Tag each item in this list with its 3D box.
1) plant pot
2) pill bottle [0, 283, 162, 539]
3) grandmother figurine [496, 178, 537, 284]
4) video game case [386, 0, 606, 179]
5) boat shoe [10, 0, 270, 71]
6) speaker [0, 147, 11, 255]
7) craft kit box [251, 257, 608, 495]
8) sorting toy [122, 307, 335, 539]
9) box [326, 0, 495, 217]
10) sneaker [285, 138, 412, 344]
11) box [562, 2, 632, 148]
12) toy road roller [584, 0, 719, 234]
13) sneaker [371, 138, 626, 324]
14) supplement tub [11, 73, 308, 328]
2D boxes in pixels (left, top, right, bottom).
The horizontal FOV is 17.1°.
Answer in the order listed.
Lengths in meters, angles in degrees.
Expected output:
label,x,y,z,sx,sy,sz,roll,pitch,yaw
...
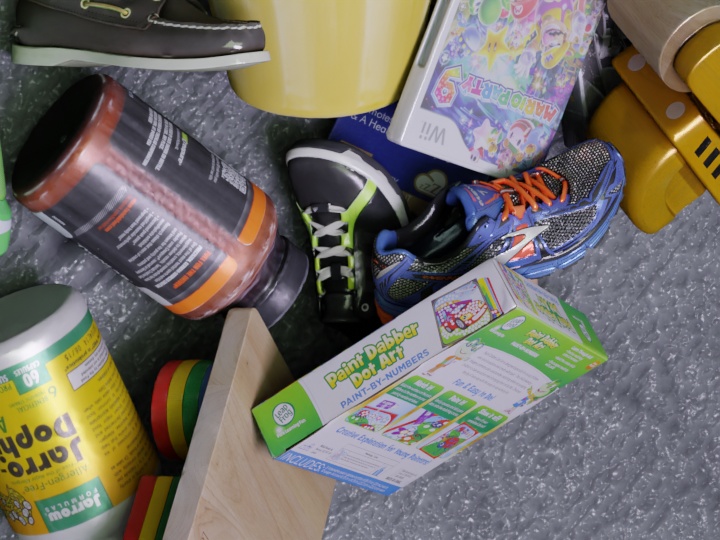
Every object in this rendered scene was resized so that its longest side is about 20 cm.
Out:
label,x,y,z,sx,sy,sz,roll,pitch,yaw
plant pot,-0.026,-0.213,1.598,0.200,0.201,0.189,-12,119,-18
pill bottle,-0.202,0.120,1.631,0.113,0.113,0.200,-27,109,-14
grandmother figurine,0.096,-0.041,1.744,0.121,0.060,0.201,-6,100,-40
video game case,0.105,-0.165,1.629,0.143,0.018,0.200,15,98,-45
boat shoe,-0.147,-0.161,1.564,0.072,0.201,0.061,-8,101,-58
speaker,-0.279,-0.106,1.572,0.088,0.088,0.201,-9,104,-19
craft kit box,0.052,0.078,1.654,0.197,0.200,0.049,-30,68,14
sorting toy,-0.094,0.162,1.638,0.200,0.069,0.199,65,32,-48
box,0.063,-0.137,1.695,0.121,0.032,0.200,25,90,8
sneaker,0.000,0.000,1.680,0.083,0.072,0.200,-55,127,-38
box,0.239,-0.182,1.772,0.200,0.048,0.159,-12,104,-18
toy road roller,0.216,-0.116,1.668,0.146,0.123,0.200,-39,137,7
sneaker,0.094,-0.031,1.630,0.200,0.075,0.079,-33,136,-8
supplement tub,-0.131,-0.037,1.629,0.200,0.107,0.107,37,86,-23
